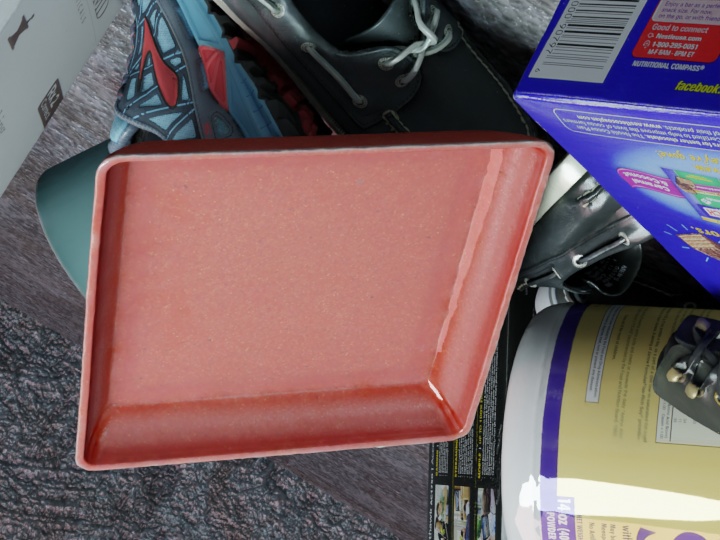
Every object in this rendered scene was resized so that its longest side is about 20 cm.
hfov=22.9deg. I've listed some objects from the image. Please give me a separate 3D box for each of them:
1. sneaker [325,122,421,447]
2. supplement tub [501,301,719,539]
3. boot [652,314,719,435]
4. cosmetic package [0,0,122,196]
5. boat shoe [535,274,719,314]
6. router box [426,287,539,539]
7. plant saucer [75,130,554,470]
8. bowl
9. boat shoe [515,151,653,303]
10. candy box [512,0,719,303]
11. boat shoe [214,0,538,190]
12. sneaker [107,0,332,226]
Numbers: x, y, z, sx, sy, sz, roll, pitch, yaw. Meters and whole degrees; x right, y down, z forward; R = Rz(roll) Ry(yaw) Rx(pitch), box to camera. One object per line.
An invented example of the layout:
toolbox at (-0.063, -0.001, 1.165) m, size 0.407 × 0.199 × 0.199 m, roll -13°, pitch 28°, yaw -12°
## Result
sneaker at (0.011, -0.015, 0.927) m, size 0.075 × 0.201 × 0.105 m, roll -7°, pitch -154°, yaw -20°
supplement tub at (0.181, 0.091, 0.885) m, size 0.200 × 0.146 × 0.145 m, roll 3°, pitch 158°, yaw 19°
boot at (0.169, 0.052, 0.672) m, size 0.138 × 0.078 × 0.200 m, roll 28°, pitch 170°, yaw 16°
cosmetic package at (-0.254, -0.134, 0.962) m, size 0.165 × 0.200 × 0.165 m, roll 30°, pitch 168°, yaw 4°
boat shoe at (0.194, 0.046, 0.985) m, size 0.200 × 0.069 × 0.057 m, roll 29°, pitch 149°, yaw 0°
router box at (0.085, 0.090, 1.078) m, size 0.051 × 0.200 × 0.149 m, roll 4°, pitch 174°, yaw -14°
plant saucer at (-0.029, 0.009, 0.817) m, size 0.200 × 0.037 × 0.200 m, roll -3°, pitch 135°, yaw -15°
bowl at (-0.103, -0.025, 1.167) m, size 0.201 × 0.105 × 0.201 m, roll 43°, pitch -163°, yaw -16°
boat shoe at (0.112, -0.017, 0.880) m, size 0.066 × 0.075 × 0.199 m, roll 41°, pitch 159°, yaw 4°
candy box at (0.182, -0.031, 0.656) m, size 0.169 × 0.077 × 0.200 m, roll 14°, pitch 159°, yaw 49°
boat shoe at (0.006, -0.102, 0.796) m, size 0.200 × 0.073 × 0.062 m, roll 39°, pitch 170°, yaw -15°
sneaker at (-0.093, -0.097, 0.856) m, size 0.079 × 0.095 × 0.200 m, roll 38°, pitch -162°, yaw -51°
